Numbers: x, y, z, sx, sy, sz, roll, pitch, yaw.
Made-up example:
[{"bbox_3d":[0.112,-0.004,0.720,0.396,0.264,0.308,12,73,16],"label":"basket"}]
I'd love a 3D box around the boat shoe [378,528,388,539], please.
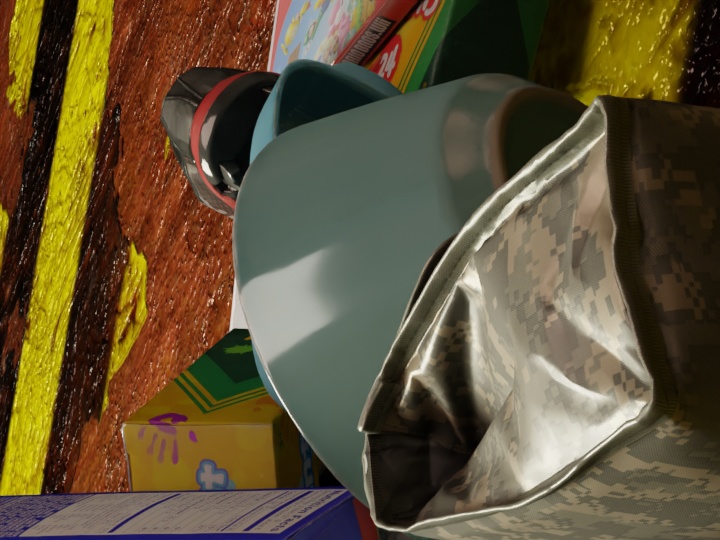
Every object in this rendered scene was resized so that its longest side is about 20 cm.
[{"bbox_3d":[0.040,0.122,0.967,0.069,0.071,0.201,-15,50,31],"label":"boat shoe"}]

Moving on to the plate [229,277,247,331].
[{"bbox_3d":[-0.035,0.079,1.155,0.200,0.032,0.202,161,115,-67],"label":"plate"}]

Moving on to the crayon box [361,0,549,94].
[{"bbox_3d":[0.052,-0.156,1.012,0.127,0.050,0.202,-15,58,67],"label":"crayon box"}]

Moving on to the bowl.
[{"bbox_3d":[0.058,0.003,0.823,0.105,0.200,0.202,-35,46,34],"label":"bowl"}]

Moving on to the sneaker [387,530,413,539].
[{"bbox_3d":[0.061,0.104,0.900,0.076,0.080,0.201,-49,17,34],"label":"sneaker"}]

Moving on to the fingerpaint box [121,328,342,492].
[{"bbox_3d":[-0.042,0.143,0.959,0.167,0.073,0.202,-41,-51,-72],"label":"fingerpaint box"}]

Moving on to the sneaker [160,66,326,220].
[{"bbox_3d":[-0.021,-0.039,1.004,0.098,0.200,0.071,28,84,50],"label":"sneaker"}]

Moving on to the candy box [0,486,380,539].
[{"bbox_3d":[-0.079,0.177,0.840,0.198,0.077,0.171,-4,103,30],"label":"candy box"}]

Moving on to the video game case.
[{"bbox_3d":[0.002,-0.161,1.047,0.200,0.017,0.144,-46,31,51],"label":"video game case"}]

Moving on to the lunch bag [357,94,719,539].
[{"bbox_3d":[0.105,0.034,0.679,0.200,0.163,0.119,134,134,-56],"label":"lunch bag"}]

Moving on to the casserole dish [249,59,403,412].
[{"bbox_3d":[0.000,0.000,0.879,0.039,0.121,0.201,-37,41,36],"label":"casserole dish"}]
